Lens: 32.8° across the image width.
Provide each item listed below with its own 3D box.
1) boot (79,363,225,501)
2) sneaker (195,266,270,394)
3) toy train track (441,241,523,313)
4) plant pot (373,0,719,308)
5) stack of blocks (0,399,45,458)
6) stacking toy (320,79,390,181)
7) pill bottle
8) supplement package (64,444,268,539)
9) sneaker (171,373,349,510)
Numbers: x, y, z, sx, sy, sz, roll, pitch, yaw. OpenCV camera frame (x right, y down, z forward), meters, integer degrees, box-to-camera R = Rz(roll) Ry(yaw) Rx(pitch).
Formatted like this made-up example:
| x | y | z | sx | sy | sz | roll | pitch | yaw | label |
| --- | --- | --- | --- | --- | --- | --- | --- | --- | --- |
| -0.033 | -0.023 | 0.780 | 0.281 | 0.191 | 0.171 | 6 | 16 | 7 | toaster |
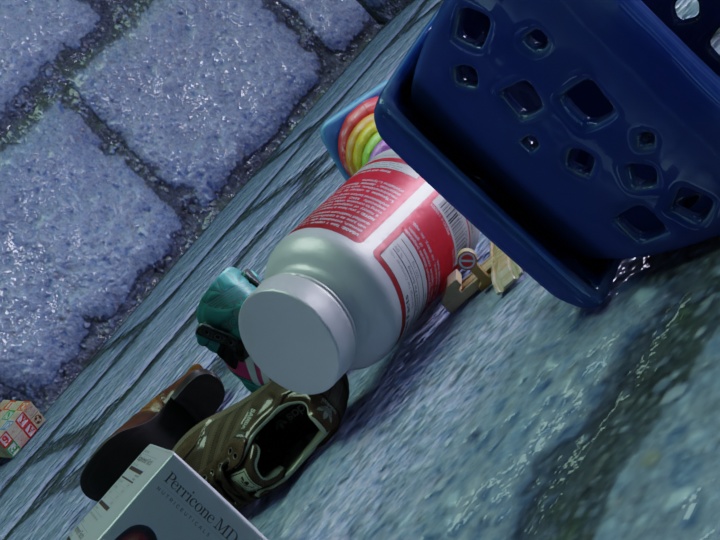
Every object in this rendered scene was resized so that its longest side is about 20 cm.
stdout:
| x | y | z | sx | sy | sz | roll | pitch | yaw | label |
| --- | --- | --- | --- | --- | --- | --- | --- | --- | --- |
| -0.238 | 0.173 | 1.370 | 0.189 | 0.068 | 0.200 | -49 | 10 | -11 | boot |
| -0.082 | 0.048 | 1.079 | 0.084 | 0.121 | 0.199 | -51 | 12 | -29 | sneaker |
| 0.126 | -0.048 | 0.872 | 0.200 | 0.033 | 0.115 | -42 | 12 | 16 | toy train track |
| 0.131 | -0.115 | 0.689 | 0.180 | 0.199 | 0.201 | -44 | 10 | 42 | plant pot |
| -0.807 | 0.350 | 2.728 | 0.198 | 0.059 | 0.116 | -3 | 40 | 42 | stack of blocks |
| 0.038 | -0.122 | 1.345 | 0.115 | 0.110 | 0.200 | -34 | 23 | 1 | stacking toy |
| 0.000 | 0.000 | 0.905 | 0.112 | 0.113 | 0.200 | -35 | 7 | 45 | pill bottle |
| -0.149 | 0.218 | 0.741 | 0.201 | 0.114 | 0.109 | -50 | 10 | -15 | supplement package |
| -0.091 | 0.142 | 0.917 | 0.200 | 0.070 | 0.076 | -43 | 12 | 18 | sneaker |
